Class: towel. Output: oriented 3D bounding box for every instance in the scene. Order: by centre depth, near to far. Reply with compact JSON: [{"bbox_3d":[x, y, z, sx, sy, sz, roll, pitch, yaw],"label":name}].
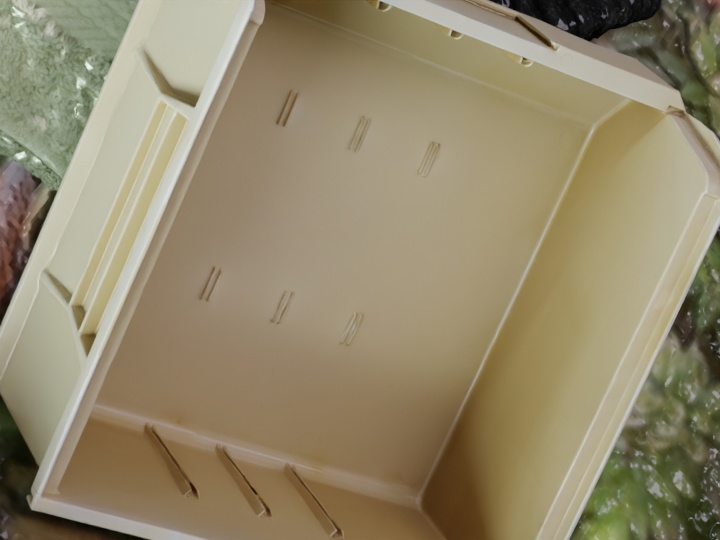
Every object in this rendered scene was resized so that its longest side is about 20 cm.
[{"bbox_3d":[-0.053,-0.072,0.989,0.200,0.036,0.149,37,94,-18],"label":"towel"}]

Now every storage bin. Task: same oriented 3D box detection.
[{"bbox_3d":[0.000,0.000,0.952,0.199,0.094,0.200,18,105,-28],"label":"storage bin"}]

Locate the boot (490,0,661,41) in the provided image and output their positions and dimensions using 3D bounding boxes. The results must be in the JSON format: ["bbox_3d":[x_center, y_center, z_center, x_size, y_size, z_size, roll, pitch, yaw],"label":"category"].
[{"bbox_3d":[0.088,-0.178,1.144,0.211,0.079,0.158,-34,87,-27],"label":"boot"}]
